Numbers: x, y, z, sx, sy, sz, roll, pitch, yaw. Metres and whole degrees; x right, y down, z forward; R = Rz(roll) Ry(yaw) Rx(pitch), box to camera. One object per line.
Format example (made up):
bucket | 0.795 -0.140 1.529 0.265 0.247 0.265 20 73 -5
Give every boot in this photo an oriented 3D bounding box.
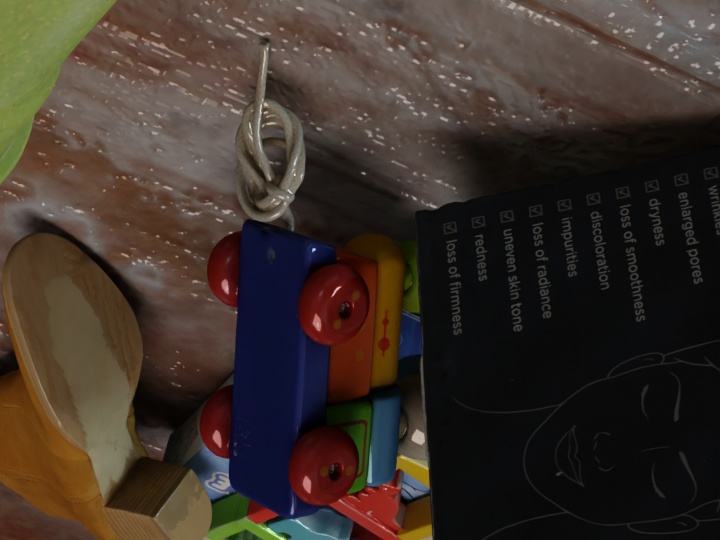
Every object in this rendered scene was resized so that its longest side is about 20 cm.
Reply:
boot | -0.168 0.065 1.004 0.143 0.071 0.202 5 131 43

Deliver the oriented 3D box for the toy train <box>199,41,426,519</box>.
toy train | 0.000 0.000 0.849 0.115 0.202 0.084 -7 -163 -38

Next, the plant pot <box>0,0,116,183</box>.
plant pot | -0.127 -0.146 0.610 0.184 0.201 0.200 -33 127 31

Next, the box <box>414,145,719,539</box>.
box | 0.133 0.065 0.766 0.195 0.201 0.124 -13 141 14

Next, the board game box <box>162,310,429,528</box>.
board game box | 0.021 0.102 1.016 0.199 0.044 0.199 25 144 -17

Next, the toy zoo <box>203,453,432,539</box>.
toy zoo | 0.022 0.136 1.006 0.131 0.021 0.199 35 139 -27
